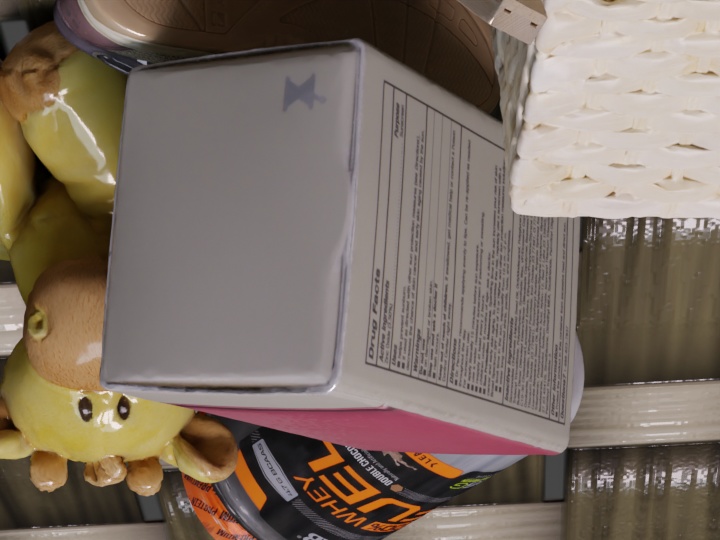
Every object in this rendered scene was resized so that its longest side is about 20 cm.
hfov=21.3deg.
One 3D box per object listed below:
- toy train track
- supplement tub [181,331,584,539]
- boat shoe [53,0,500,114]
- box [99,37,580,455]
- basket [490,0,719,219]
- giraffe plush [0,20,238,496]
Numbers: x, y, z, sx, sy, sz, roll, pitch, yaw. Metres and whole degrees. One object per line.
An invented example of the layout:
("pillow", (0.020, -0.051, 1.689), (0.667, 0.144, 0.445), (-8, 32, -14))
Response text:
("toy train track", (-0.001, -0.139, 0.657), (0.114, 0.200, 0.033), (18, 110, -47))
("supplement tub", (0.005, 0.068, 0.966), (0.122, 0.123, 0.199), (26, 135, -32))
("boat shoe", (-0.032, -0.099, 0.794), (0.198, 0.073, 0.065), (7, 169, -31))
("box", (0.000, 0.000, 0.769), (0.108, 0.129, 0.199), (-2, 168, 31))
("basket", (0.142, -0.134, 0.673), (0.198, 0.162, 0.199), (2, 144, -1))
("giraffe plush", (-0.120, 0.011, 0.851), (0.171, 0.163, 0.201), (-9, 142, 10))
